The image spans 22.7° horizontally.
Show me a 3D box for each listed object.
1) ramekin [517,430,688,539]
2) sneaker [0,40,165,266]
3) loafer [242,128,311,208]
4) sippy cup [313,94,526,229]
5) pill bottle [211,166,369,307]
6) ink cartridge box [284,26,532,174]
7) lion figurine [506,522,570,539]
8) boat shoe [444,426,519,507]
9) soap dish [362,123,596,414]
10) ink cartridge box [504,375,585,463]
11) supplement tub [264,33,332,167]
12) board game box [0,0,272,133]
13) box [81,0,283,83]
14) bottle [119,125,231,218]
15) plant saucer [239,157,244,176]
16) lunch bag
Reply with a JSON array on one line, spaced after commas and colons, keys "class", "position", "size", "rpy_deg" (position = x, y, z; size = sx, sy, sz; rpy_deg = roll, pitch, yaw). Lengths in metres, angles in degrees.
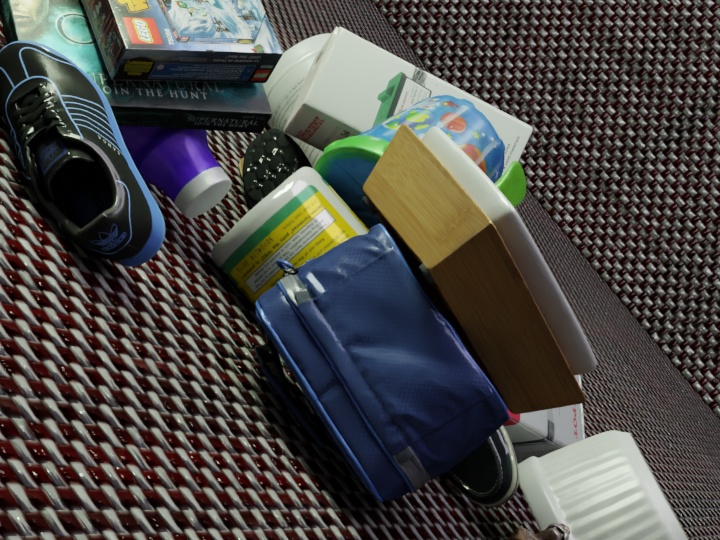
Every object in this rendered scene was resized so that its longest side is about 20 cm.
[{"class": "ramekin", "position": [0.226, 0.235, 1.556], "size": [0.200, 0.105, 0.200], "rpy_deg": [61, 6, -10]}, {"class": "sneaker", "position": [-0.207, -0.091, 1.247], "size": [0.200, 0.070, 0.078], "rpy_deg": [53, 8, 22]}, {"class": "loafer", "position": [-0.058, -0.051, 1.672], "size": [0.070, 0.068, 0.201], "rpy_deg": [47, 14, -49]}, {"class": "sippy cup", "position": [0.049, -0.078, 1.500], "size": [0.178, 0.140, 0.130], "rpy_deg": [36, 51, 14]}, {"class": "pill bottle", "position": [-0.017, 0.024, 1.454], "size": [0.200, 0.113, 0.113], "rpy_deg": [48, 12, -1]}, {"class": "ink cartridge box", "position": [0.039, -0.130, 1.647], "size": [0.200, 0.084, 0.146], "rpy_deg": [26, -10, -6]}, {"class": "lion figurine", "position": [0.160, 0.288, 1.384], "size": [0.122, 0.072, 0.200], "rpy_deg": [53, 13, -72]}, {"class": "boat shoe", "position": [0.063, 0.118, 1.535], "size": [0.200, 0.075, 0.062], "rpy_deg": [58, 27, 11]}, {"class": "soap dish", "position": [0.087, 0.004, 1.341], "size": [0.200, 0.081, 0.157], "rpy_deg": [59, -4, -39]}, {"class": "ink cartridge box", "position": [0.136, 0.095, 1.710], "size": [0.200, 0.083, 0.145], "rpy_deg": [32, 52, -56]}, {"class": "supplement tub", "position": [-0.013, -0.150, 1.984], "size": [0.200, 0.132, 0.132], "rpy_deg": [53, 13, 21]}, {"class": "board game box", "position": [-0.178, -0.172, 1.400], "size": [0.200, 0.028, 0.135], "rpy_deg": [0, 56, -31]}, {"class": "box", "position": [-0.158, -0.235, 1.414], "size": [0.137, 0.040, 0.200], "rpy_deg": [-2, 55, -33]}, {"class": "bottle", "position": [-0.180, -0.131, 1.437], "size": [0.200, 0.084, 0.065], "rpy_deg": [50, -25, 13]}, {"class": "plant saucer", "position": [-0.040, -0.048, 1.791], "size": [0.200, 0.035, 0.200], "rpy_deg": [45, 12, -13]}, {"class": "lunch bag", "position": [0.003, 0.069, 1.326], "size": [0.200, 0.132, 0.136], "rpy_deg": [55, -3, 8]}]
